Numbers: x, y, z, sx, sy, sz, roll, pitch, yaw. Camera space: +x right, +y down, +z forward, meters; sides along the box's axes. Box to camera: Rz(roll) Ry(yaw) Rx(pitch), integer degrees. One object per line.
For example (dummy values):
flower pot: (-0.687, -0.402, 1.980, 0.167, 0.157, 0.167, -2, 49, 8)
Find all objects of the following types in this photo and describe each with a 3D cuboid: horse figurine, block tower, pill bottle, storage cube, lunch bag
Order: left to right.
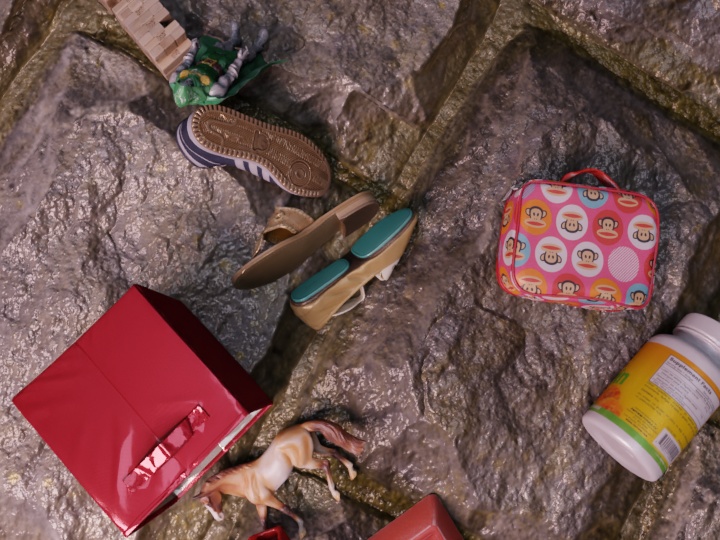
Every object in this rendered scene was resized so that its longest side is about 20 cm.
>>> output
block tower: (-0.294, -0.342, 0.786, 0.058, 0.054, 0.200, -42, 92, -8)
storage cube: (-0.226, 0.147, 0.692, 0.171, 0.200, 0.180, -44, 85, -6)
horse figurine: (-0.088, 0.251, 0.769, 0.200, 0.050, 0.133, -42, 96, -4)
lunch bag: (0.282, -0.044, 0.809, 0.196, 0.082, 0.180, 9, 85, -5)
pill bottle: (0.388, 0.154, 0.792, 0.111, 0.111, 0.200, 45, 83, -1)

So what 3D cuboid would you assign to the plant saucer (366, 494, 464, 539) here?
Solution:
plant saucer: (0.068, 0.424, 0.780, 0.198, 0.037, 0.201, -32, 90, -8)

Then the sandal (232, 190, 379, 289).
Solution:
sandal: (-0.081, -0.056, 0.789, 0.210, 0.078, 0.070, -30, 70, -13)

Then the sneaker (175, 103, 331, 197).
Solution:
sneaker: (-0.137, -0.146, 0.788, 0.198, 0.108, 0.071, 21, 80, -35)

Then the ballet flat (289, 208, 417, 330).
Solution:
ballet flat: (0.000, 0.000, 0.797, 0.199, 0.069, 0.063, -37, 118, -4)

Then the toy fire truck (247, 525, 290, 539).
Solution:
toy fire truck: (-0.147, 0.413, 0.734, 0.198, 0.049, 0.143, -30, 105, -6)

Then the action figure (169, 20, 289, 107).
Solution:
action figure: (-0.167, -0.239, 0.732, 0.116, 0.201, 0.055, 13, 130, 5)
